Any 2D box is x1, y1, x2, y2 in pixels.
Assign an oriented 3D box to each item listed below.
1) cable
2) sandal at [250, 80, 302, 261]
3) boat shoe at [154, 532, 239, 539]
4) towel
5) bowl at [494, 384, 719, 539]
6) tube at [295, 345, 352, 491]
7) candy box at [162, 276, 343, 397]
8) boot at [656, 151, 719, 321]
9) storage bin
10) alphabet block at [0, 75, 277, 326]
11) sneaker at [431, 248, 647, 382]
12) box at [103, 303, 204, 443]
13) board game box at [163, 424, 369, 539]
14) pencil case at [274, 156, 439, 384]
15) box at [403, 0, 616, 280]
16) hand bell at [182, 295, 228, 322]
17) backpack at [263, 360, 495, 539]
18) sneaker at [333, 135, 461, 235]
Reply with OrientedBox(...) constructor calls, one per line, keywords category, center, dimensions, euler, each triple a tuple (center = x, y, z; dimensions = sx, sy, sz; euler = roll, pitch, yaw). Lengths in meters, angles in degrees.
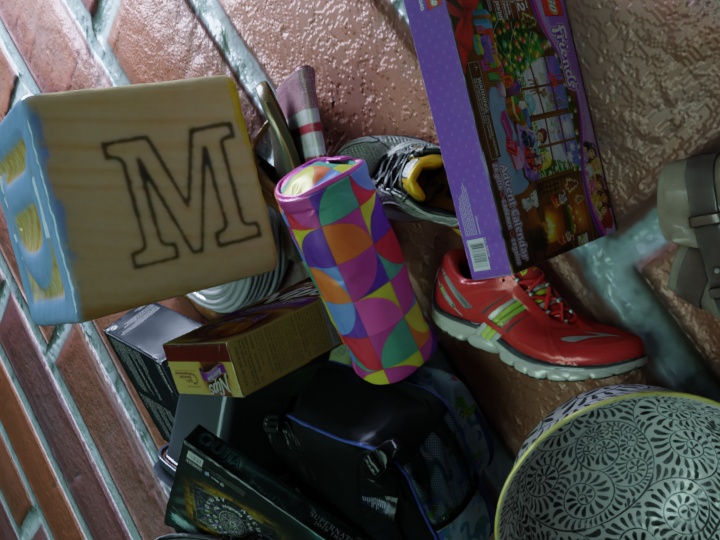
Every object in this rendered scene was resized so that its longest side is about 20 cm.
OrientedBox(category="cable", center=(-0.166, -0.051, 0.940), dimensions=(0.200, 0.069, 0.201), euler=(39, 129, 31))
OrientedBox(category="sandal", center=(-0.088, -0.089, 0.807), dimensions=(0.081, 0.054, 0.201), euler=(-118, 18, -48))
OrientedBox(category="boat shoe", center=(-0.112, 0.270, 0.707), dimensions=(0.199, 0.072, 0.068), euler=(-2, 118, 39))
OrientedBox(category="towel", center=(-0.043, -0.090, 0.782), dimensions=(0.144, 0.023, 0.202), euler=(-155, 53, -76))
OrientedBox(category="bowl", center=(0.190, 0.157, 0.590), dimensions=(0.094, 0.199, 0.202), euler=(-92, 1, -71))
OrientedBox(category="tube", center=(-0.031, 0.162, 0.841), dimensions=(0.058, 0.052, 0.202), euler=(11, 89, 31))
OrientedBox(category="candy box", center=(-0.077, 0.057, 0.786), dimensions=(0.116, 0.199, 0.057), euler=(-7, 102, 47))
OrientedBox(category="boot", center=(0.257, -0.051, 0.490), dimensions=(0.146, 0.070, 0.202), euler=(18, 116, 45))
OrientedBox(category="storage bin", center=(-0.119, 0.154, 0.884), dimensions=(0.145, 0.199, 0.135), euler=(22, 108, 40))
OrientedBox(category="alphabet block", center=(-0.225, -0.065, 0.783), dimensions=(0.195, 0.199, 0.198), euler=(-5, 99, 57))
OrientedBox(category="sneaker", center=(0.135, 0.030, 0.646), dimensions=(0.199, 0.077, 0.086), euler=(19, 112, 41))
OrientedBox(category="box", center=(-0.226, 0.150, 1.027), dimensions=(0.141, 0.079, 0.201), euler=(21, 138, 44))
OrientedBox(category="board game box", center=(-0.088, 0.243, 0.736), dimensions=(0.199, 0.028, 0.136), euler=(32, 129, 11))
OrientedBox(category="pencil case", center=(0.000, 0.000, 0.679), dimensions=(0.088, 0.088, 0.201), euler=(6, 129, 45))
OrientedBox(category="box", center=(0.112, -0.107, 0.572), dimensions=(0.039, 0.136, 0.202), euler=(-9, 97, 48))
OrientedBox(category="hand bell", center=(-0.232, 0.022, 1.042), dimensions=(0.199, 0.104, 0.105), euler=(32, 126, 21))
OrientedBox(category="backpack", center=(0.036, 0.183, 0.740), dimensions=(0.182, 0.147, 0.201), euler=(6, 126, 47))
OrientedBox(category="sneaker", center=(0.052, -0.081, 0.674), dimensions=(0.199, 0.082, 0.078), euler=(19, 86, 38))
